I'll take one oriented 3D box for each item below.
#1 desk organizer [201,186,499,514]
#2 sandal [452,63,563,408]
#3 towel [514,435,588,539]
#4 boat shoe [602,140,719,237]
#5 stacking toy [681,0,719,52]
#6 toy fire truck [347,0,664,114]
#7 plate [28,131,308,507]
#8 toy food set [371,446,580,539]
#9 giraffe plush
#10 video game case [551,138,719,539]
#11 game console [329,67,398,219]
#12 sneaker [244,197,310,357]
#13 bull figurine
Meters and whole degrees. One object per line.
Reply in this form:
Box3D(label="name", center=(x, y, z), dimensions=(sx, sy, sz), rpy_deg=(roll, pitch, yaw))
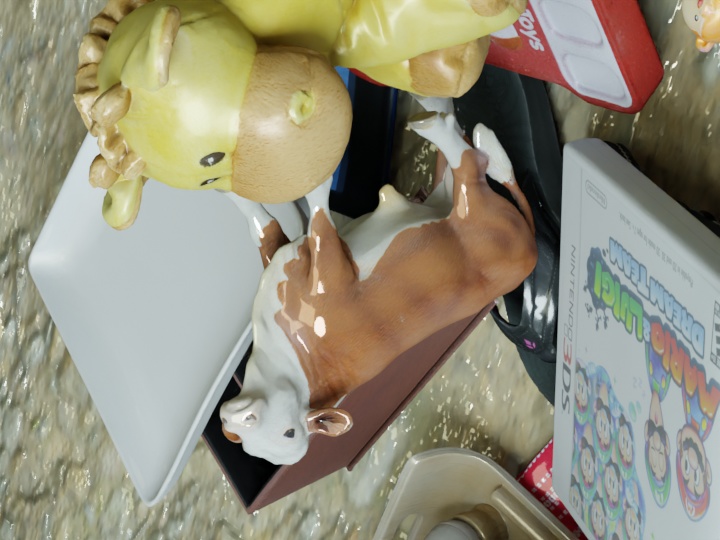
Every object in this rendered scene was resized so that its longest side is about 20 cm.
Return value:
Box3D(label="desk organizer", center=(-0.015, 0.049, 0.968), dimensions=(0.072, 0.077, 0.200), rpy_deg=(56, 144, 16))
Box3D(label="sandal", center=(0.079, -0.014, 0.926), dimensions=(0.075, 0.048, 0.202), rpy_deg=(-30, 76, 54))
Box3D(label="towel", center=(0.173, 0.140, 0.906), dimensions=(0.201, 0.022, 0.145), rpy_deg=(51, 124, 20))
Box3D(label="boat shoe", center=(0.164, 0.009, 0.858), dimensions=(0.066, 0.075, 0.200), rpy_deg=(-25, 51, 1))
Box3D(label="stacking toy", center=(0.212, -0.084, 0.795), dimensions=(0.200, 0.109, 0.117), rpy_deg=(41, 124, 38))
Box3D(label="toy fire truck", center=(0.049, -0.165, 0.839), dimensions=(0.167, 0.112, 0.201), rpy_deg=(21, 153, 40))
Box3D(label="plate", center=(-0.102, -0.011, 0.991), dimensions=(0.201, 0.032, 0.200), rpy_deg=(-59, 45, 30))
Box3D(label="toy food set", center=(0.079, 0.204, 0.950), dimensions=(0.200, 0.060, 0.144), rpy_deg=(43, 134, 25))
Box3D(label="giraffe plush", center=(-0.044, -0.099, 0.757), dimensions=(0.198, 0.163, 0.173), rpy_deg=(7, 140, 24))
Box3D(label="video game case", center=(0.127, 0.060, 0.792), dimensions=(0.200, 0.023, 0.184), rpy_deg=(-124, 31, -64))
Box3D(label="game console", center=(-0.080, -0.130, 1.003), dimensions=(0.199, 0.170, 0.119), rpy_deg=(20, 84, 34))
Box3D(label="sneaker", center=(-0.063, -0.008, 1.030), dimensions=(0.201, 0.080, 0.077), rpy_deg=(-57, 46, 33))
Box3D(label="bull figurine", center=(0.000, 0.000, 0.830), dimensions=(0.065, 0.199, 0.123), rpy_deg=(10, 123, 49))
